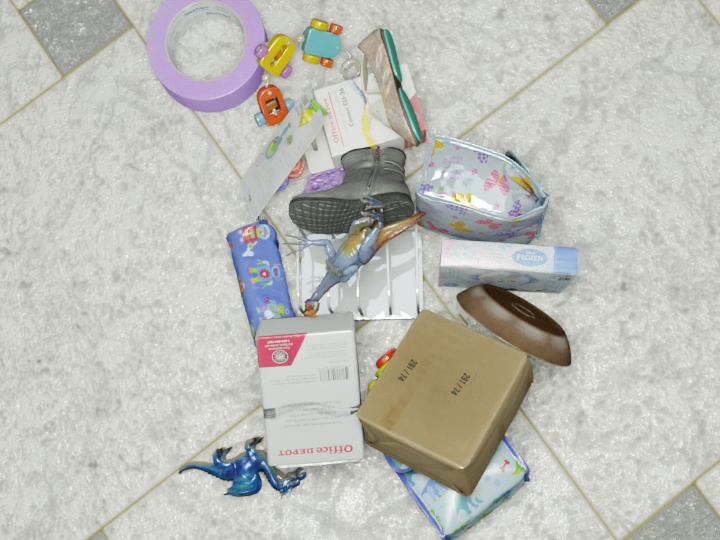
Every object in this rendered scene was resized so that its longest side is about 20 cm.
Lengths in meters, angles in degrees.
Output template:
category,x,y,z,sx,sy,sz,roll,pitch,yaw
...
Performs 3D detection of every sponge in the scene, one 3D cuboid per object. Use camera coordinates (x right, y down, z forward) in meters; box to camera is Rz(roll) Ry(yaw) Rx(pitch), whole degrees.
category,x,y,z,sx,sy,sz,roll,pitch,yaw
sponge,-0.009,-0.176,1.716,0.110,0.030,0.203,26,81,7

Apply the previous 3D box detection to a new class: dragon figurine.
category,x,y,z,sx,sy,sz,roll,pitch,yaw
dragon figurine,-0.185,0.318,1.619,0.196,0.059,0.101,-16,79,-1

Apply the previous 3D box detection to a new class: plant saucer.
category,x,y,z,sx,sy,sz,roll,pitch,yaw
plant saucer,0.236,0.073,1.569,0.198,0.200,0.037,30,104,8

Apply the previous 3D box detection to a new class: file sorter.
category,x,y,z,sx,sy,sz,roll,pitch,yaw
file sorter,0.000,0.000,1.635,0.196,0.125,0.142,-1,80,3

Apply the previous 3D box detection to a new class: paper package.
category,x,y,z,sx,sy,sz,roll,pitch,yaw
paper package,0.120,0.184,1.496,0.188,0.104,0.202,23,65,24

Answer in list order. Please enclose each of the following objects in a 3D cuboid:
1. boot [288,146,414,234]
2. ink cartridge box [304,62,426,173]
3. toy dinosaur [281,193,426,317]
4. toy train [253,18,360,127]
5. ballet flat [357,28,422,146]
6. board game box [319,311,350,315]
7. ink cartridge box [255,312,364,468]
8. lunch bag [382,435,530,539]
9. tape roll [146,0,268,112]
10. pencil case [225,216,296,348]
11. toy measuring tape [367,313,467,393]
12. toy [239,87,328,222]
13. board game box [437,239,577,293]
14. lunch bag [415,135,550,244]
category,x,y,z,sx,sy,sz,roll,pitch,yaw
boot,-0.019,-0.127,1.601,0.196,0.070,0.133,-1,49,-13
ink cartridge box,-0.003,-0.240,1.678,0.196,0.068,0.119,-17,78,-1
toy dinosaur,-0.011,-0.008,1.526,0.197,0.106,0.184,11,119,-23
toy train,-0.105,-0.329,1.729,0.198,0.152,0.056,-31,34,-10
ballet flat,0.041,-0.274,1.625,0.066,0.068,0.204,-20,73,17
board game box,-0.069,0.172,1.603,0.132,0.045,0.204,-6,106,1
ink cartridge box,-0.071,0.174,1.536,0.142,0.084,0.204,-4,106,0
lunch bag,0.134,0.278,1.581,0.169,0.128,0.201,-35,68,-4
tape roll,-0.252,-0.370,1.749,0.196,0.066,0.205,-1,80,4
pencil case,-0.151,0.022,1.664,0.085,0.078,0.204,-11,78,-20
toy measuring tape,0.085,0.138,1.647,0.199,0.074,0.074,-35,79,-26
toy,-0.113,-0.178,1.660,0.047,0.116,0.201,22,115,-31
board game box,0.216,-0.003,1.583,0.195,0.200,0.044,3,81,3
lunch bag,0.191,-0.114,1.622,0.197,0.170,0.129,19,78,10
